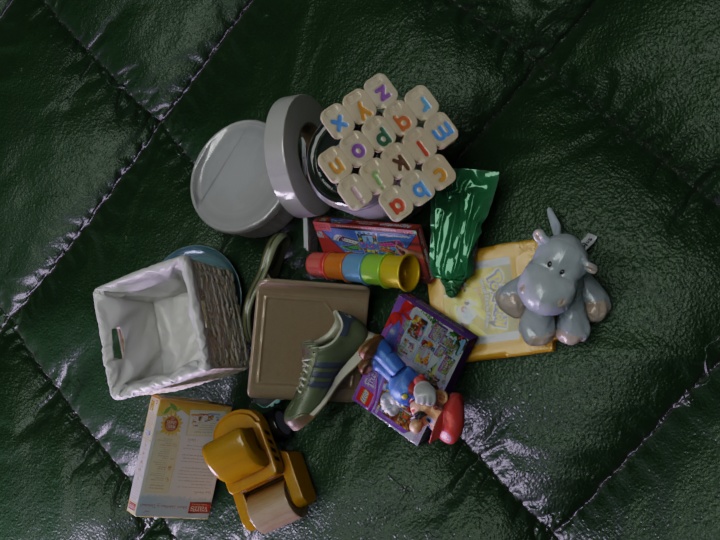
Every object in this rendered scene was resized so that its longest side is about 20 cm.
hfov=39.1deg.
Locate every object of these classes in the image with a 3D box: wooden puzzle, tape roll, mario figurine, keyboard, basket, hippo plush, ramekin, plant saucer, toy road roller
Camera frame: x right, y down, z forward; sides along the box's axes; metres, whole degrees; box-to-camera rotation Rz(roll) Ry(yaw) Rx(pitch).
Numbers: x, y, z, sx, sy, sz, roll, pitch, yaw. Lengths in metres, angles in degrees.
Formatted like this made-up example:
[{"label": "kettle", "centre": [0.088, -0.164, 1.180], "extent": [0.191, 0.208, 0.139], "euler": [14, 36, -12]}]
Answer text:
[{"label": "wooden puzzle", "centre": [-0.084, 0.113, 1.638], "extent": [0.184, 0.037, 0.201], "euler": [5, 100, -13]}, {"label": "tape roll", "centre": [-0.092, -0.185, 1.652], "extent": [0.037, 0.203, 0.204], "euler": [-6, 81, 24]}, {"label": "mario figurine", "centre": [0.068, 0.191, 1.517], "extent": [0.200, 0.123, 0.106], "euler": [40, 102, 24]}, {"label": "keyboard", "centre": [-0.084, -0.129, 1.719], "extent": [0.011, 0.056, 0.201], "euler": [-4, 82, 20]}, {"label": "basket", "centre": [-0.316, 0.102, 1.709], "extent": [0.199, 0.161, 0.199], "euler": [-18, 76, 20]}, {"label": "hippo plush", "centre": [0.298, 0.015, 1.454], "extent": [0.159, 0.161, 0.200], "euler": [32, 83, 6]}, {"label": "ramekin", "centre": [-0.184, -0.149, 1.735], "extent": [0.202, 0.094, 0.203], "euler": [-8, 72, 25]}, {"label": "plant saucer", "centre": [-0.292, 0.056, 1.806], "extent": [0.199, 0.027, 0.201], "euler": [-4, 81, 24]}, {"label": "toy road roller", "centre": [-0.176, 0.325, 1.654], "extent": [0.123, 0.146, 0.201], "euler": [-28, 73, 19]}]

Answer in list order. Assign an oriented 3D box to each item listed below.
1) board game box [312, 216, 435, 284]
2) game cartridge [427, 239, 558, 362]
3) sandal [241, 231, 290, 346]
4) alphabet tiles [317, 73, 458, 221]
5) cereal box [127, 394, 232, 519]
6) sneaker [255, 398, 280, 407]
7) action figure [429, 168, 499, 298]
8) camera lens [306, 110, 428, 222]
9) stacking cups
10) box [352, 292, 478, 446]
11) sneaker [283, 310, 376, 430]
[{"label": "board game box", "centre": [0.020, -0.034, 1.629], "extent": [0.199, 0.019, 0.103], "euler": [6, 130, 34]}, {"label": "game cartridge", "centre": [0.205, 0.049, 1.581], "extent": [0.199, 0.032, 0.177], "euler": [-10, 79, 24]}, {"label": "sandal", "centre": [-0.152, 0.035, 1.722], "extent": [0.057, 0.080, 0.202], "euler": [19, 91, 11]}, {"label": "alphabet tiles", "centre": [0.040, -0.180, 1.481], "extent": [0.200, 0.015, 0.196], "euler": [-36, 88, -10]}, {"label": "cereal box", "centre": [-0.305, 0.318, 1.716], "extent": [0.039, 0.144, 0.201], "euler": [11, 87, 52]}, {"label": "sneaker", "centre": [-0.132, 0.130, 1.681], "extent": [0.091, 0.078, 0.200], "euler": [30, 91, -20]}, {"label": "action figure", "centre": [0.149, -0.057, 1.576], "extent": [0.118, 0.055, 0.201], "euler": [6, 90, 19]}, {"label": "camera lens", "centre": [0.020, -0.161, 1.598], "extent": [0.159, 0.200, 0.161], "euler": [-3, 82, 24]}, {"label": "stacking cups", "centre": [0.000, 0.000, 1.619], "extent": [0.200, 0.060, 0.061], "euler": [2, 84, 40]}, {"label": "box", "centre": [0.083, 0.154, 1.593], "extent": [0.137, 0.039, 0.200], "euler": [33, 112, 24]}, {"label": "sneaker", "centre": [-0.069, 0.149, 1.595], "extent": [0.090, 0.067, 0.200], "euler": [45, 82, -20]}]
